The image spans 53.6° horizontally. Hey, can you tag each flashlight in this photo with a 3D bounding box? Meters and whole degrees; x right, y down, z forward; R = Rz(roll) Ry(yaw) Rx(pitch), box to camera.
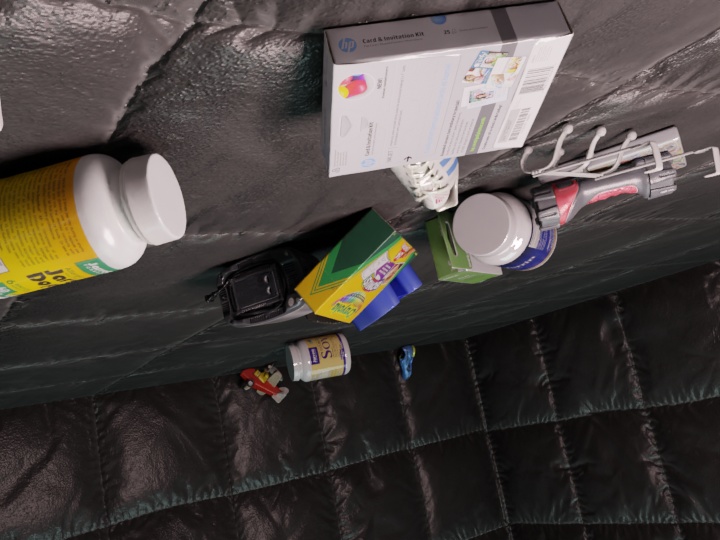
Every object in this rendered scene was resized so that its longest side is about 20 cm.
[{"bbox_3d":[0.352,-0.111,1.040,0.199,0.068,0.068,-12,168,8],"label":"flashlight"}]

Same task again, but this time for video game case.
[{"bbox_3d":[0.389,-0.155,1.094,0.199,0.023,0.182,-18,168,25],"label":"video game case"}]

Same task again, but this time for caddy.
[{"bbox_3d":[0.028,0.033,1.409,0.141,0.105,0.200,-35,177,-30],"label":"caddy"}]

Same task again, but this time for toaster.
[{"bbox_3d":[-0.151,0.035,1.224,0.199,0.114,0.129,-19,169,21],"label":"toaster"}]

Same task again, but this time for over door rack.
[{"bbox_3d":[0.324,-0.150,0.895,0.147,0.067,0.199,-4,-173,-35],"label":"over door rack"}]

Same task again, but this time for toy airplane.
[{"bbox_3d":[-0.395,0.479,3.067,0.199,0.142,0.200,-2,141,23],"label":"toy airplane"}]

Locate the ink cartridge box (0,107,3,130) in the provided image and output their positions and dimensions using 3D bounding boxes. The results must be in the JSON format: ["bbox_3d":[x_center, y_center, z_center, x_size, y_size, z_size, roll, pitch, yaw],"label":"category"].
[{"bbox_3d":[-0.324,-0.117,0.374,0.198,0.085,0.146,-12,168,-2],"label":"ink cartridge box"}]

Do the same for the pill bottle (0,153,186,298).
[{"bbox_3d":[-0.277,-0.048,0.687,0.199,0.114,0.113,-14,169,6],"label":"pill bottle"}]

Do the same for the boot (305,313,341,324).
[{"bbox_3d":[-0.051,0.092,1.721,0.199,0.078,0.138,-7,172,-19],"label":"boot"}]

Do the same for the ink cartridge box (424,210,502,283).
[{"bbox_3d":[0.166,-0.038,1.221,0.059,0.105,0.199,-20,166,32],"label":"ink cartridge box"}]

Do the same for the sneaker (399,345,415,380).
[{"bbox_3d":[0.219,0.463,3.587,0.078,0.201,0.066,-4,-152,-25],"label":"sneaker"}]

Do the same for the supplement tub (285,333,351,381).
[{"bbox_3d":[-0.145,0.298,2.432,0.199,0.146,0.145,-8,168,-18],"label":"supplement tub"}]

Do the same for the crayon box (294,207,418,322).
[{"bbox_3d":[0.000,0.000,1.149,0.173,0.058,0.200,-46,163,4],"label":"crayon box"}]

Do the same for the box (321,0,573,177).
[{"bbox_3d":[0.066,-0.154,0.630,0.199,0.041,0.156,-12,155,-9],"label":"box"}]

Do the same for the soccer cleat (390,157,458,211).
[{"bbox_3d":[0.070,-0.117,0.781,0.069,0.087,0.200,-16,168,21],"label":"soccer cleat"}]

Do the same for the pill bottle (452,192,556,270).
[{"bbox_3d":[0.231,-0.063,1.142,0.115,0.117,0.200,-19,166,31],"label":"pill bottle"}]
